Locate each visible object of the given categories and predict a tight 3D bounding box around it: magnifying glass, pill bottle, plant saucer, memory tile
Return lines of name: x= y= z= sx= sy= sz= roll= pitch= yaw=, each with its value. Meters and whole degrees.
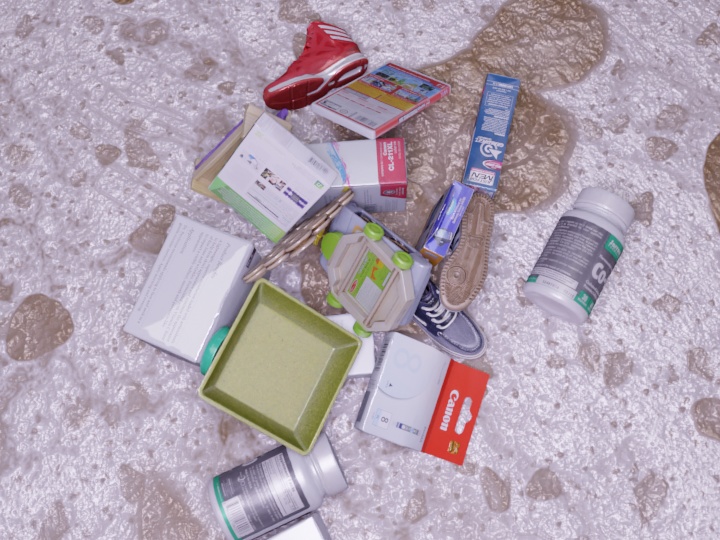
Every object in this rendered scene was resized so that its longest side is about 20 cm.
magnifying glass: x=-0.204 y=0.125 z=1.348 sx=0.022 sy=0.200 sz=0.080 roll=23 pitch=91 yaw=11
pill bottle: x=0.357 y=-0.026 z=1.404 sx=0.113 sy=0.113 sz=0.201 roll=29 pitch=81 yaw=7
plant saucer: x=-0.124 y=0.147 z=1.311 sx=0.199 sy=0.048 sz=0.201 roll=33 pitch=71 yaw=-18
pill bottle: x=-0.126 y=0.336 z=1.344 sx=0.199 sy=0.113 sz=0.114 roll=-24 pitch=78 yaw=-4
memory tile: x=-0.091 y=-0.053 z=1.319 sx=0.153 sy=0.200 sz=0.017 roll=-32 pitch=101 yaw=35

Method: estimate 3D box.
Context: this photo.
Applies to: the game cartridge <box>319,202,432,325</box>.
game cartridge: x=0.018 y=-0.007 z=1.380 sx=0.200 sy=0.041 sz=0.134 roll=38 pitch=119 yaw=29

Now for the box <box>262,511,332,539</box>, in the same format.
box: x=-0.135 y=0.459 z=1.312 sx=0.199 sy=0.124 sz=0.098 roll=-27 pitch=78 yaw=-4

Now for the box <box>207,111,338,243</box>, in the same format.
box: x=-0.139 y=-0.137 z=1.331 sx=0.144 sy=0.200 sz=0.036 roll=40 pitch=51 yaw=-10

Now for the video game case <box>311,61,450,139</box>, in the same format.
video game case: x=0.036 y=-0.290 z=1.457 sx=0.143 sy=0.018 sz=0.200 roll=30 pitch=50 yaw=33

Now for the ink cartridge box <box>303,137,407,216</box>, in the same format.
ink cartridge box: x=-0.024 y=-0.152 z=1.433 sx=0.198 sy=0.146 sz=0.084 roll=-3 pitch=77 yaw=1

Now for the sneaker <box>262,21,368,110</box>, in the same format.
sneaker: x=-0.096 y=-0.365 z=1.529 sx=0.199 sy=0.078 sz=0.116 roll=-23 pitch=69 yaw=-16

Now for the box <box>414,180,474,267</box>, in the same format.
box: x=0.127 y=-0.066 z=1.382 sx=0.041 sy=0.200 sz=0.120 roll=26 pitch=79 yaw=-3

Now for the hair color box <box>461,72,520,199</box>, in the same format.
hair color box: x=0.217 y=-0.219 z=1.465 sx=0.060 sy=0.100 sz=0.202 roll=13 pitch=78 yaw=5

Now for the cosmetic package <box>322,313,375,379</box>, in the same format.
cosmetic package: x=-0.076 y=0.130 z=1.410 sx=0.198 sy=0.071 sz=0.102 roll=-5 pitch=78 yaw=1

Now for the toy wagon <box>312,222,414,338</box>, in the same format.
toy wagon: x=0.000 y=0.000 z=1.347 sx=0.200 sy=0.039 sz=0.156 roll=46 pitch=125 yaw=25

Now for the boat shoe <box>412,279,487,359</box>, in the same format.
boat shoe: x=0.124 y=0.069 z=1.407 sx=0.199 sy=0.093 sz=0.075 roll=37 pitch=81 yaw=9

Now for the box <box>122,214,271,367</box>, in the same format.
box: x=-0.250 y=0.045 z=1.368 sx=0.130 sy=0.200 sz=0.200 roll=22 pitch=78 yaw=8

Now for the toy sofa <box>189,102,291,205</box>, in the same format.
toy sofa: x=-0.197 y=-0.198 z=1.418 sx=0.082 sy=0.200 sz=0.098 roll=22 pitch=57 yaw=-29

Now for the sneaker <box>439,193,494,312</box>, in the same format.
sneaker: x=0.170 y=-0.016 z=1.412 sx=0.070 sy=0.109 sz=0.201 roll=17 pitch=72 yaw=1

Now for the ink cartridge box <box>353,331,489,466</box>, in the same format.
ink cartridge box: x=0.106 y=0.206 z=1.367 sx=0.199 sy=0.047 sz=0.161 roll=22 pitch=79 yaw=-15
